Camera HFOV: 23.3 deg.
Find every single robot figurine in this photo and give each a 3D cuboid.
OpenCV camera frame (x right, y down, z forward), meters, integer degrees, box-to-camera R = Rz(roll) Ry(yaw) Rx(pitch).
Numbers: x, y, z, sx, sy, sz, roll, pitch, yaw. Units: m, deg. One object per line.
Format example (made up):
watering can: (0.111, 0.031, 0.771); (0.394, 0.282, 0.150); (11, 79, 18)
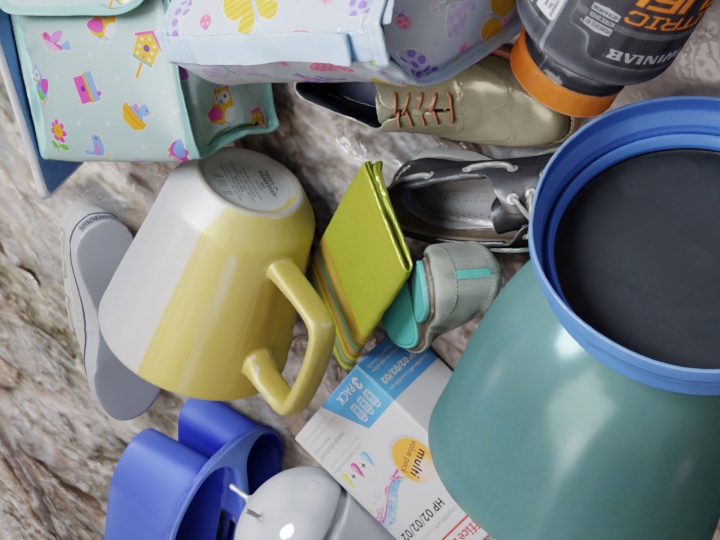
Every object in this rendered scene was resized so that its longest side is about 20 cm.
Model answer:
robot figurine: (-0.017, 0.230, 1.385); (0.200, 0.113, 0.170); (35, 167, -16)

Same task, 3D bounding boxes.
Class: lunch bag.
lunch bag: (-0.004, -0.177, 1.067); (0.169, 0.200, 0.127); (4, 120, 37)
lunch bag: (-0.163, -0.183, 1.248); (0.170, 0.122, 0.200); (4, 113, 38)

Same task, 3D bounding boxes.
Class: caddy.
caddy: (-0.131, 0.201, 1.462); (0.105, 0.141, 0.200); (33, 134, 23)

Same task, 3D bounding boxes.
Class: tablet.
tablet: (-0.241, -0.168, 1.314); (0.014, 0.130, 0.200); (-5, 116, 19)

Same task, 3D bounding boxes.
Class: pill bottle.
pill bottle: (0.157, -0.180, 1.006); (0.106, 0.106, 0.200); (39, 136, 11)

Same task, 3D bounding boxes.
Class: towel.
towel: (0.000, 0.000, 1.244); (0.200, 0.018, 0.086); (120, 131, -64)

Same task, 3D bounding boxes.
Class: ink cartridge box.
ink cartridge box: (0.061, 0.153, 1.330); (0.200, 0.068, 0.115); (43, 136, 6)

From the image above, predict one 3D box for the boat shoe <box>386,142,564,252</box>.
boat shoe: (0.101, -0.046, 1.171); (0.200, 0.060, 0.074); (9, 123, 34)

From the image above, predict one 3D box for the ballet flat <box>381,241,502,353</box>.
ballet flat: (0.058, 0.020, 1.224); (0.200, 0.064, 0.067); (140, 121, -79)

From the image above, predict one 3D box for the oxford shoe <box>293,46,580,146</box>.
oxford shoe: (0.048, -0.110, 1.160); (0.200, 0.074, 0.071); (13, 125, 32)

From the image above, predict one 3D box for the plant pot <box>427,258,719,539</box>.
plant pot: (0.159, 0.068, 1.109); (0.200, 0.201, 0.161); (31, 128, 18)

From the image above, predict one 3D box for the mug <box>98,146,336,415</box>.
mug: (-0.088, 0.001, 1.308); (0.186, 0.149, 0.153); (27, 124, 5)

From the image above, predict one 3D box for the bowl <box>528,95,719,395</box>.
bowl: (0.198, -0.015, 1.023); (0.201, 0.201, 0.039); (28, 150, 21)

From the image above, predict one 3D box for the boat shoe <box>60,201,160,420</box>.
boat shoe: (-0.216, 0.032, 1.479); (0.070, 0.071, 0.200); (40, 147, 50)
